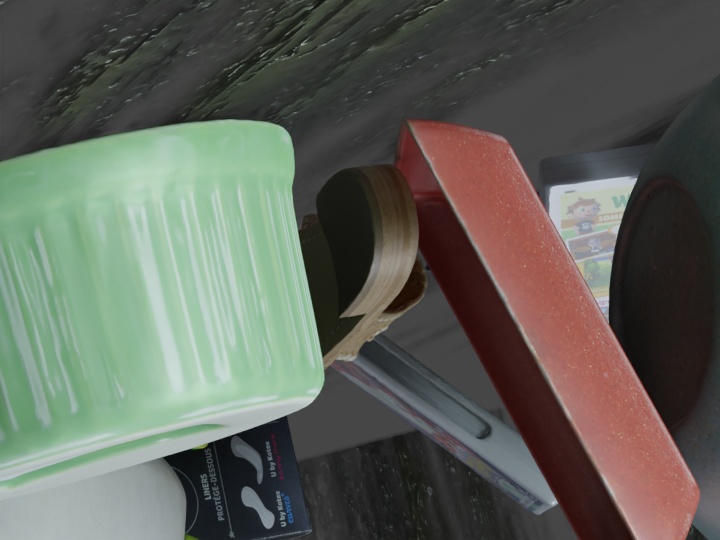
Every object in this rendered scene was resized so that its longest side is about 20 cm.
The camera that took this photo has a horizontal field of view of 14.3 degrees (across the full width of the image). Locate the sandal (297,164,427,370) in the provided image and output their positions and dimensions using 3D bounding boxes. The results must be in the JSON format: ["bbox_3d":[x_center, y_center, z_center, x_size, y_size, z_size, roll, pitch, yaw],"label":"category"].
[{"bbox_3d":[0.001,0.006,1.251,0.070,0.078,0.212,-6,166,-22],"label":"sandal"}]

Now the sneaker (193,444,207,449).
[{"bbox_3d":[-0.135,0.046,1.325,0.083,0.074,0.200,-14,164,28],"label":"sneaker"}]

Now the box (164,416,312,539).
[{"bbox_3d":[-0.131,0.098,1.493,0.115,0.132,0.200,-8,170,-32],"label":"box"}]

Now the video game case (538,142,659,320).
[{"bbox_3d":[0.186,0.008,1.369,0.200,0.022,0.182,-8,132,-3],"label":"video game case"}]

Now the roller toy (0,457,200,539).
[{"bbox_3d":[-0.174,0.148,1.274,0.200,0.140,0.182,-2,159,16],"label":"roller toy"}]

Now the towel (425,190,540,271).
[{"bbox_3d":[0.144,-0.040,1.461,0.200,0.024,0.145,-21,173,37],"label":"towel"}]

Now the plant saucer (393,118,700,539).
[{"bbox_3d":[0.076,0.033,1.165,0.037,0.200,0.200,-29,175,-4],"label":"plant saucer"}]

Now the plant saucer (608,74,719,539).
[{"bbox_3d":[0.139,0.015,1.172,0.039,0.201,0.201,2,169,-17],"label":"plant saucer"}]

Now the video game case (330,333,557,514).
[{"bbox_3d":[0.029,0.065,1.498,0.023,0.182,0.200,-53,175,-4],"label":"video game case"}]

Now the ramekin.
[{"bbox_3d":[-0.109,0.023,1.021,0.200,0.098,0.200,-15,174,-2],"label":"ramekin"}]
